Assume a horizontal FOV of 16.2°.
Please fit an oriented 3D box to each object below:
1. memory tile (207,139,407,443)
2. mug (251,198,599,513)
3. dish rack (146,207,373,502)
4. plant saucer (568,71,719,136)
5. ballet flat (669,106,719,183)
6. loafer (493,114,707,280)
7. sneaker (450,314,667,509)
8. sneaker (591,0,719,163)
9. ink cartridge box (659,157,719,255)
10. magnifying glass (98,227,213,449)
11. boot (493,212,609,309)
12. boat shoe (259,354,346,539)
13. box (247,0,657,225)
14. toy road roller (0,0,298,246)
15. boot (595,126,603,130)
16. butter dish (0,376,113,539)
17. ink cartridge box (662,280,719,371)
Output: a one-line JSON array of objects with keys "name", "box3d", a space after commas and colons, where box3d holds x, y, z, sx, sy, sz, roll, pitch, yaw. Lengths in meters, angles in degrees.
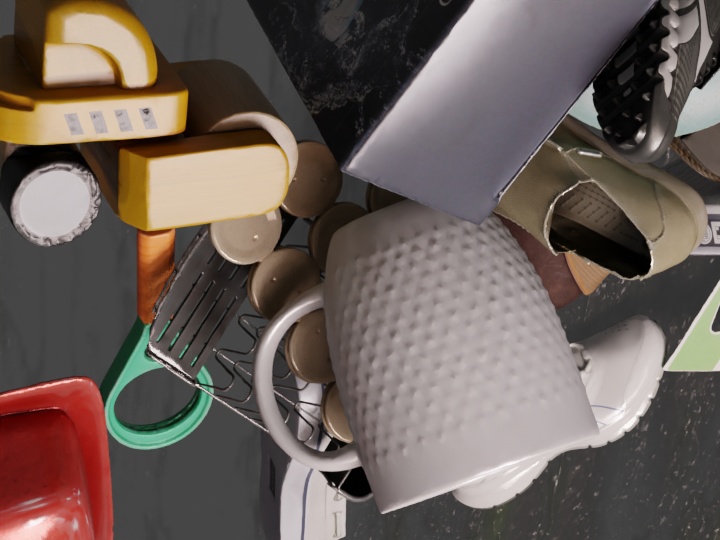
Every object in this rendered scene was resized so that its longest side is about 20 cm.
[{"name": "memory tile", "box3d": [0.000, 0.000, 1.650, 0.153, 0.017, 0.200, -38, 113, -16]}, {"name": "mug", "box3d": [0.028, 0.054, 1.589, 0.199, 0.176, 0.148, -20, 174, 8]}, {"name": "dish rack", "box3d": [-0.037, 0.042, 1.677, 0.200, 0.055, 0.154, 36, 82, -30]}, {"name": "plant saucer", "box3d": [0.184, -0.182, 1.562, 0.200, 0.039, 0.202, 0, 93, -5]}, {"name": "ballet flat", "box3d": [0.182, -0.134, 1.615, 0.067, 0.200, 0.046, -42, 178, -2]}, {"name": "loafer", "box3d": [0.120, -0.055, 1.598, 0.199, 0.068, 0.076, 22, 126, 11]}, {"name": "sneaker", "box3d": [0.136, 0.096, 1.859, 0.200, 0.075, 0.087, -37, 130, 7]}, {"name": "sneaker", "box3d": [0.186, -0.133, 1.472, 0.090, 0.201, 0.066, 28, 135, -22]}, {"name": "ink cartridge box", "box3d": [0.288, -0.060, 1.664, 0.198, 0.200, 0.044, -26, 106, -37]}, {"name": "magnifying glass", "box3d": [-0.138, 0.046, 1.709, 0.079, 0.022, 0.201, -12, 133, -17]}, {"name": "boot", "box3d": [0.078, -0.032, 1.712, 0.166, 0.072, 0.200, -33, 126, 18]}, {"name": "boat shoe", "box3d": [-0.021, 0.129, 1.806, 0.086, 0.075, 0.202, -12, 136, -16]}, {"name": "box", "box3d": [0.052, -0.171, 1.475, 0.117, 0.200, 0.197, 19, 119, -38]}, {"name": "toy road roller", "box3d": [-0.139, -0.109, 1.499, 0.199, 0.123, 0.147, -6, 121, -21]}, {"name": "boot", "box3d": [0.241, -0.134, 1.644, 0.200, 0.145, 0.072, -40, 137, 14]}, {"name": "butter dish", "box3d": [-0.249, 0.195, 1.700, 0.199, 0.148, 0.200, -14, 135, -15]}, {"name": "ink cartridge box", "box3d": [0.320, 0.011, 1.878, 0.199, 0.048, 0.146, 4, 128, -34]}]
